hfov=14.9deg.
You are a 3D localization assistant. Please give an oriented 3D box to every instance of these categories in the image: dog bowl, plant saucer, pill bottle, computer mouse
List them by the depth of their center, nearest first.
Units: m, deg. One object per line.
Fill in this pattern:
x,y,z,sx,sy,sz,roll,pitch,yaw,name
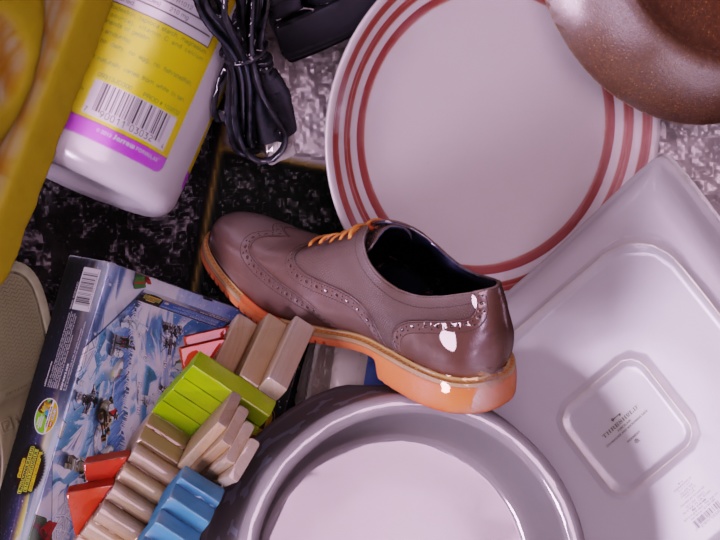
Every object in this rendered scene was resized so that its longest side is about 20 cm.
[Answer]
0.021,0.150,1.352,0.199,0.059,0.201,2,81,-10,dog bowl
-0.106,-0.136,1.405,0.104,0.104,0.201,24,83,-7,pill bottle
-0.006,-0.155,1.406,0.053,0.139,0.200,19,52,28,computer mouse
0.185,-0.178,1.459,0.200,0.037,0.201,1,89,-27,plant saucer

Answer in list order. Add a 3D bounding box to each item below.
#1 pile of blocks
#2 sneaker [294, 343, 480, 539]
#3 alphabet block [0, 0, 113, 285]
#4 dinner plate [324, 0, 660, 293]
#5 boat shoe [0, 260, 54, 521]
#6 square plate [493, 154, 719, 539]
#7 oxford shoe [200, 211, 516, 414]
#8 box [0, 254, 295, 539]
-0.098,0.096,1.322,0.062,0.082,0.200,33,70,-9,pile of blocks
0.024,0.118,1.427,0.111,0.077,0.201,6,77,-17,sneaker
-0.259,-0.123,1.299,0.199,0.195,0.197,17,84,25,alphabet block
0.068,-0.074,1.446,0.200,0.024,0.201,-5,101,-27,dinner plate
-0.187,0.089,1.394,0.075,0.068,0.201,-16,107,-44,boat shoe
0.141,0.078,1.404,0.200,0.028,0.198,-42,77,19,square plate
0.000,0.000,1.369,0.071,0.200,0.073,-29,131,-42,oxford shoe
-0.113,0.107,1.389,0.137,0.040,0.201,22,82,-40,box
